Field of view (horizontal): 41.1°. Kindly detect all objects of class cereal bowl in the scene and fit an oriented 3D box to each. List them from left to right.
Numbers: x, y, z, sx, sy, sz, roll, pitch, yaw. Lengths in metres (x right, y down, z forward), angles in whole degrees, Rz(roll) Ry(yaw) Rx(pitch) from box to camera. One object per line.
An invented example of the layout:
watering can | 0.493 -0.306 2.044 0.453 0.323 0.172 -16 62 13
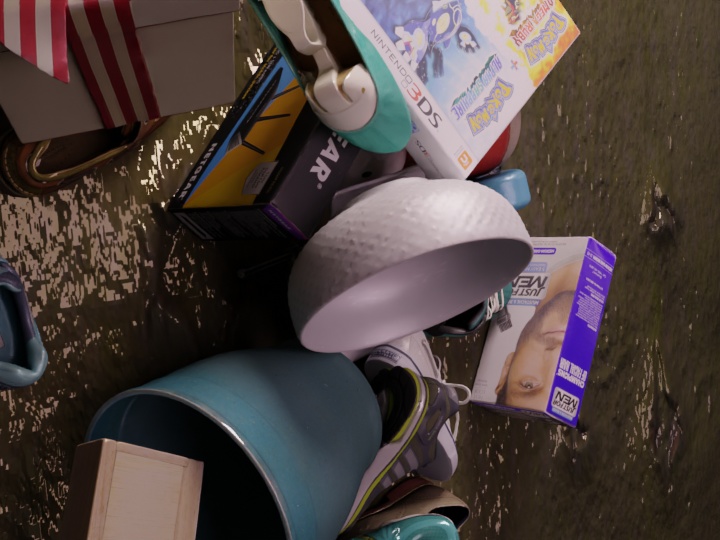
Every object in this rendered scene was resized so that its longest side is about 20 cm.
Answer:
cereal bowl | 0.031 -0.013 0.756 0.199 0.200 0.084 -3 63 -42

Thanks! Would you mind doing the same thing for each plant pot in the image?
plant pot | -0.084 0.150 0.769 0.188 0.198 0.202 -31 113 -54

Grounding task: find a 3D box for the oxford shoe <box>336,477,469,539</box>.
oxford shoe | 0.027 0.272 0.937 0.199 0.074 0.071 -35 116 -35

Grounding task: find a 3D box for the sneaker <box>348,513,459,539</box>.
sneaker | 0.003 0.271 0.863 0.198 0.080 0.078 -14 68 -18

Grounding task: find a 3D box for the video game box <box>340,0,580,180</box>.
video game box | 0.071 -0.200 0.775 0.183 0.047 0.200 50 62 -21

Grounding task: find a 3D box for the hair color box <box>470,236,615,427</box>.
hair color box | 0.203 0.064 1.071 0.065 0.109 0.202 27 73 -39

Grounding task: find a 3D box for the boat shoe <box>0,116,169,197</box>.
boat shoe | -0.187 -0.120 0.735 0.200 0.068 0.072 -49 121 -30

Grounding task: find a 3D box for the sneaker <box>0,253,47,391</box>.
sneaker | -0.268 -0.007 0.652 0.078 0.086 0.201 -39 116 -35

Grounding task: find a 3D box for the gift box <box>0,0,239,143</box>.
gift box | -0.160 -0.191 0.606 0.183 0.187 0.202 -18 76 -11

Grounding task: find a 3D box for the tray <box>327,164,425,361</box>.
tray | 0.000 0.000 0.853 0.107 0.022 0.201 -21 135 -35

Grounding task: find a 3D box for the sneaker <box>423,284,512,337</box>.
sneaker | 0.112 0.035 1.000 0.199 0.079 0.072 -14 99 -47

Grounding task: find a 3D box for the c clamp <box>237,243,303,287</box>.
c clamp | -0.031 0.062 0.917 0.170 0.027 0.202 -31 110 -43

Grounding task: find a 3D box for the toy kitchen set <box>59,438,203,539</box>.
toy kitchen set | -0.177 0.239 0.686 0.162 0.199 0.182 24 60 -39

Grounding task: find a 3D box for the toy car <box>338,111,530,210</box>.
toy car | 0.026 -0.120 0.875 0.199 0.176 0.186 -20 99 -27

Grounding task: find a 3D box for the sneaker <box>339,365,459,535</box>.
sneaker | 0.024 0.173 0.876 0.080 0.074 0.201 12 126 -33

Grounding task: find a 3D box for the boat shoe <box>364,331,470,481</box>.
boat shoe | 0.064 0.124 0.958 0.086 0.074 0.203 -55 137 -33

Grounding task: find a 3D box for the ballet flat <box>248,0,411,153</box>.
ballet flat | -0.030 -0.154 0.675 0.201 0.067 0.071 58 28 -23

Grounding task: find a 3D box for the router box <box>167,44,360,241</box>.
router box | -0.057 -0.118 0.800 0.051 0.148 0.201 44 63 -34
